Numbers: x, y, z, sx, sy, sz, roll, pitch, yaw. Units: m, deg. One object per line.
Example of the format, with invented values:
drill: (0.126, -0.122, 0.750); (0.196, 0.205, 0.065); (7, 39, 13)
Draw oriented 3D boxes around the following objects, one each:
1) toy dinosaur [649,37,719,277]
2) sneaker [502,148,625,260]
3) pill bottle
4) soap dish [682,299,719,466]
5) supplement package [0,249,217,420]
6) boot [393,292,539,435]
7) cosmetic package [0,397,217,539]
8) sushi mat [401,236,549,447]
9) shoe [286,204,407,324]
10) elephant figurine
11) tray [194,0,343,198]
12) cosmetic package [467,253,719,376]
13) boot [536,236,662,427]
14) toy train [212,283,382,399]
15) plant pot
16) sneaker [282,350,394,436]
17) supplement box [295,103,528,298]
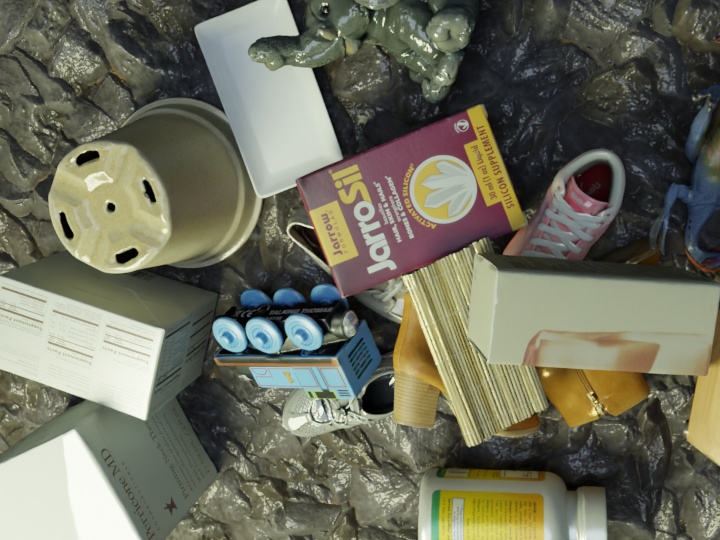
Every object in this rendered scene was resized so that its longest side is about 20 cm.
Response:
toy dinosaur: (0.359, -0.090, 0.843); (0.105, 0.200, 0.182); (18, 145, 19)
sneaker: (0.194, -0.036, 0.847); (0.075, 0.105, 0.201); (35, 89, 13)
pill bottle: (0.170, 0.280, 0.953); (0.199, 0.113, 0.113); (-2, 103, 13)
soap dish: (0.376, 0.088, 0.823); (0.081, 0.200, 0.158); (13, 107, 29)
supplement package: (-0.292, 0.067, 0.990); (0.199, 0.156, 0.111); (17, 106, 9)
boot: (0.123, 0.095, 0.910); (0.200, 0.071, 0.145); (11, 88, -33)
cosmetic package: (-0.305, 0.244, 1.013); (0.166, 0.200, 0.168); (-26, 97, 18)
sushi mat: (0.116, 0.073, 0.843); (0.095, 0.012, 0.201); (-26, 108, -12)
shoe: (0.000, 0.000, 0.958); (0.200, 0.053, 0.070); (37, 109, 3)
elephant figurine: (0.013, -0.260, 0.847); (0.199, 0.155, 0.142); (20, 129, -1)
tray: (-0.098, -0.191, 0.946); (0.107, 0.022, 0.201); (-19, 98, 4)
cosmetic package: (0.206, 0.038, 0.781); (0.199, 0.103, 0.088); (4, 100, -3)
boot: (0.267, 0.070, 0.906); (0.201, 0.071, 0.144); (-38, 93, 26)
toy train: (-0.078, 0.083, 0.959); (0.199, 0.087, 0.115); (-5, 119, 35)
plant pot: (-0.227, -0.081, 0.926); (0.199, 0.183, 0.202); (3, 104, 12)
sneaker: (-0.008, 0.141, 0.978); (0.199, 0.082, 0.075); (-26, 96, 18)
supplement box: (0.049, -0.070, 0.875); (0.199, 0.103, 0.131); (-22, 94, 1)
